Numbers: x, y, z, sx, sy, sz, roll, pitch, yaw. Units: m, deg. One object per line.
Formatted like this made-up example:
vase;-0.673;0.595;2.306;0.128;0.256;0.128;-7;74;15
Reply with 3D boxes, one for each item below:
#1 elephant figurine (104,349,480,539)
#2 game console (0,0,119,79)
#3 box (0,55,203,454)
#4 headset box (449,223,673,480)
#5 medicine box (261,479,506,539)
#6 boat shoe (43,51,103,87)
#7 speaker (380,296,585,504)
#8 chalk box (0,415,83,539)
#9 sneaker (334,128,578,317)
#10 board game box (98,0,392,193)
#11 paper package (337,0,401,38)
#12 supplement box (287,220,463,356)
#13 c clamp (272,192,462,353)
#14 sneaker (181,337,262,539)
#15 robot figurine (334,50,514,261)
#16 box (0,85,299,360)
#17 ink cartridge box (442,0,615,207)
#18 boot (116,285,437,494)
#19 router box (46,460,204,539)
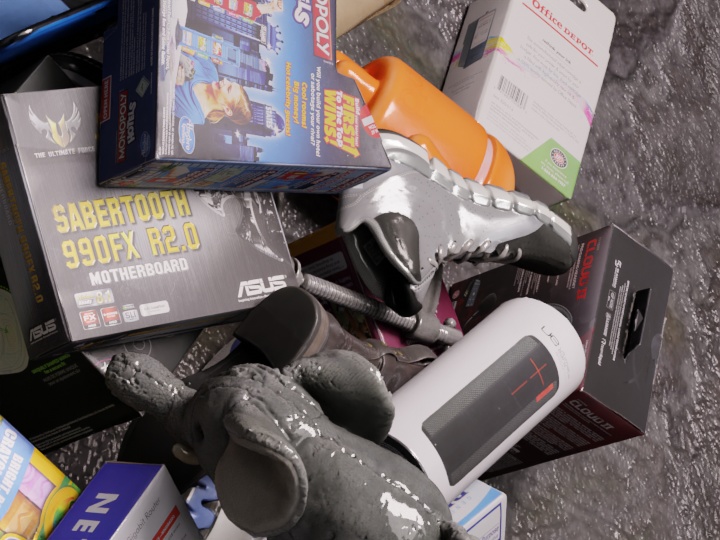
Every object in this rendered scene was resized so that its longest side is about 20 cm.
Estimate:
elephant figurine;-0.044;0.112;1.326;0.201;0.155;0.142;56;5;-10
game console;-0.228;-0.193;1.477;0.171;0.119;0.200;43;43;16
box;-0.208;-0.008;1.463;0.200;0.124;0.149;49;48;-19
headset box;0.148;0.063;1.704;0.077;0.199;0.150;33;55;-29
medicine box;0.004;0.251;1.504;0.182;0.103;0.201;-33;135;-44
boat shoe;-0.160;-0.113;1.546;0.200;0.073;0.061;35;63;-54
speaker;0.069;0.094;1.496;0.200;0.081;0.082;-35;98;-45
chalk box;-0.250;0.170;1.358;0.200;0.124;0.124;46;49;-21
sneaker;0.061;-0.009;1.568;0.199;0.075;0.116;24;60;-22
board game box;-0.070;-0.130;1.440;0.199;0.061;0.201;18;63;-40
paper package;-0.097;-0.233;1.601;0.103;0.190;0.201;-38;100;-39
supplement box;0.012;0.062;1.643;0.085;0.110;0.201;-19;87;-43
c clamp;0.000;0.000;1.562;0.199;0.027;0.172;27;59;-31
sneaker;-0.077;0.144;1.563;0.115;0.080;0.200;43;57;-27
robot figurine;0.037;-0.083;1.703;0.200;0.144;0.117;36;56;-22
box;-0.141;-0.037;1.414;0.199;0.048;0.159;-9;80;-46
ink cartridge box;0.138;-0.160;1.871;0.117;0.067;0.201;36;54;-26
boot;-0.049;0.105;1.483;0.069;0.200;0.174;52;8;34
router box;-0.147;0.246;1.331;0.200;0.049;0.180;-54;132;-41
